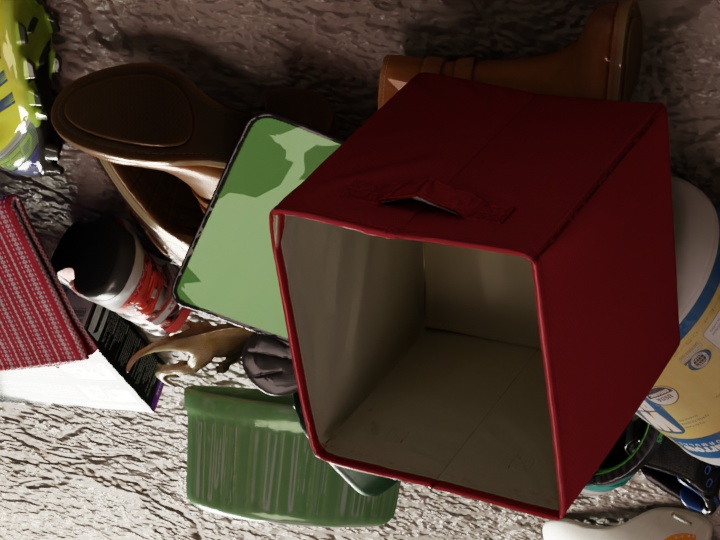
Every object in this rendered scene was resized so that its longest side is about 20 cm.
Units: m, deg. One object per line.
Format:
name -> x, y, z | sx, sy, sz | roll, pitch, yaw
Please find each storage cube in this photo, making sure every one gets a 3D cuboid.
storage cube -> 0.073, 0.009, 1.055 | 0.170, 0.180, 0.201 | 11, 127, 30

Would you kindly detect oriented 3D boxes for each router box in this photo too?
router box -> -0.294, 0.068, 1.635 | 0.199, 0.051, 0.149 | 3, 149, 24

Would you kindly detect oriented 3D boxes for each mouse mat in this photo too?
mouse mat -> -0.012, -0.011, 1.221 | 0.199, 0.008, 0.161 | 20, 118, -15

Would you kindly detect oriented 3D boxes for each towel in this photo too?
towel -> -0.285, 0.013, 1.467 | 0.200, 0.022, 0.145 | -9, 109, 59

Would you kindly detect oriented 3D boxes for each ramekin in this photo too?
ramekin -> -0.055, 0.157, 1.526 | 0.199, 0.098, 0.200 | 6, 179, 0

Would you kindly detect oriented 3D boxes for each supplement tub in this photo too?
supplement tub -> 0.235, 0.044, 1.230 | 0.200, 0.145, 0.144 | 35, 145, -28

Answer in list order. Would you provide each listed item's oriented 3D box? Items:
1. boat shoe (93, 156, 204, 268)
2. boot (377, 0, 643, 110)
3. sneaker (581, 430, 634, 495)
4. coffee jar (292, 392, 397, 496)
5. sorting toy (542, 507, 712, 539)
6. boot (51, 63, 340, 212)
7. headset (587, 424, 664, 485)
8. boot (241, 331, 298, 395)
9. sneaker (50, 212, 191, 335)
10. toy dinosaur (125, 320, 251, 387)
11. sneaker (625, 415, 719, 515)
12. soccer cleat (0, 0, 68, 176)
boat shoe -> -0.148, -0.048, 1.356 | 0.072, 0.072, 0.200 | -3, 147, 37
boot -> 0.090, -0.116, 1.130 | 0.154, 0.077, 0.200 | 20, 156, 6
sneaker -> 0.151, 0.127, 1.469 | 0.199, 0.084, 0.121 | 17, 156, -16
coffee jar -> 0.055, 0.072, 1.326 | 0.200, 0.085, 0.104 | -37, 109, 16
sorting toy -> 0.262, 0.296, 1.707 | 0.179, 0.107, 0.200 | 19, 156, 39
boot -> -0.108, -0.076, 1.267 | 0.199, 0.077, 0.155 | -2, 155, -1
headset -> 0.134, 0.104, 1.383 | 0.199, 0.124, 0.094 | -4, 179, 30
boot -> -0.002, -0.001, 1.335 | 0.203, 0.154, 0.074 | -37, 102, 7
sneaker -> -0.172, 0.007, 1.416 | 0.108, 0.068, 0.201 | 27, 173, -20
toy dinosaur -> -0.131, 0.059, 1.505 | 0.199, 0.059, 0.101 | -2, 168, -38
sneaker -> 0.303, 0.141, 1.389 | 0.199, 0.112, 0.073 | 8, 150, 15
soccer cleat -> -0.252, -0.132, 1.272 | 0.083, 0.065, 0.200 | 12, 150, 5
